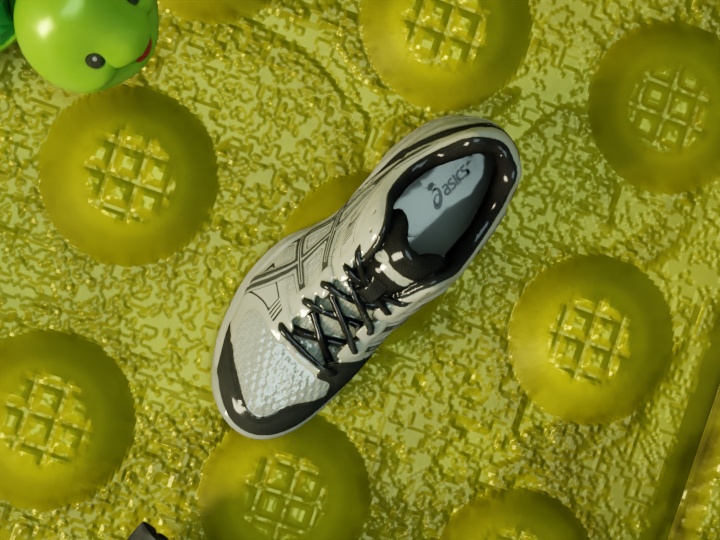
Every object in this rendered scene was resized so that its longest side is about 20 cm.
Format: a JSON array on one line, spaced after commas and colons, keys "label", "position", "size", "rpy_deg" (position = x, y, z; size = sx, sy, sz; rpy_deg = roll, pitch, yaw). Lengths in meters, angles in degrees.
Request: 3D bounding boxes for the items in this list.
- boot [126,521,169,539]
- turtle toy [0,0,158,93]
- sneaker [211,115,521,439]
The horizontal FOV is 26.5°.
[{"label": "boot", "position": [-0.111, 0.252, 0.746], "size": [0.165, 0.066, 0.200], "rpy_deg": [40, 84, 0]}, {"label": "turtle toy", "position": [-0.183, -0.149, 0.703], "size": [0.199, 0.101, 0.146], "rpy_deg": [29, 88, -8]}, {"label": "sneaker", "position": [0.000, 0.000, 0.742], "size": [0.076, 0.088, 0.200], "rpy_deg": [40, 88, -9]}]
